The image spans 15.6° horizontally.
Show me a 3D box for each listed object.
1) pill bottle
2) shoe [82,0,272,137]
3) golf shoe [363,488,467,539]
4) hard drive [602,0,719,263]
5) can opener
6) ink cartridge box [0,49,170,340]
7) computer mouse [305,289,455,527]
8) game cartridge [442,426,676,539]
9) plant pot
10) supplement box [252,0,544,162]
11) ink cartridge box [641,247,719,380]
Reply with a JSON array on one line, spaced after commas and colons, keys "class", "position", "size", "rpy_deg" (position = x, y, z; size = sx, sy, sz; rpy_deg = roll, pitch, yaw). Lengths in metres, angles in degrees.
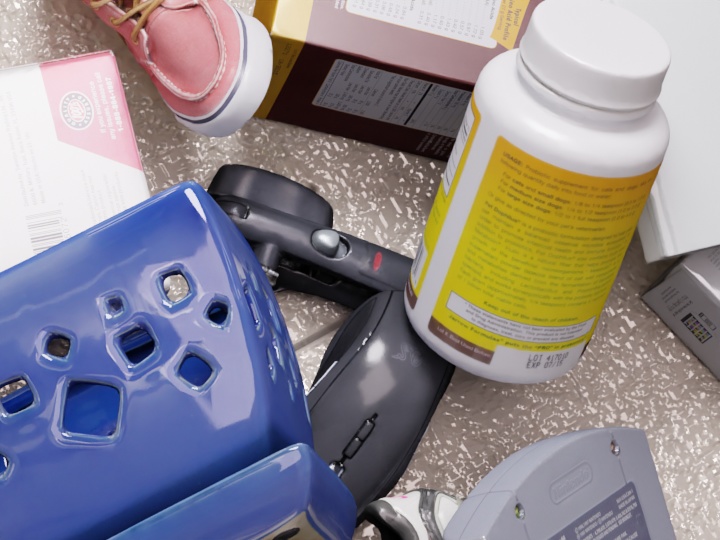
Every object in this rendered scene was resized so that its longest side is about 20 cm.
[{"class": "pill bottle", "position": [0.100, -0.045, 1.434], "size": [0.109, 0.200, 0.109], "rpy_deg": [13, 34, -9]}, {"class": "shoe", "position": [-0.121, -0.148, 1.475], "size": [0.091, 0.200, 0.072], "rpy_deg": [28, 107, -34]}, {"class": "golf shoe", "position": [0.024, 0.220, 1.450], "size": [0.092, 0.073, 0.201], "rpy_deg": [10, 84, -27]}, {"class": "hard drive", "position": [0.193, -0.114, 1.497], "size": [0.132, 0.026, 0.201], "rpy_deg": [-12, 86, -33]}, {"class": "can opener", "position": [0.000, 0.000, 1.526], "size": [0.200, 0.063, 0.079], "rpy_deg": [23, 71, -5]}, {"class": "ink cartridge box", "position": [-0.222, -0.029, 1.475], "size": [0.199, 0.083, 0.147], "rpy_deg": [-11, 78, -16]}, {"class": "computer mouse", "position": [0.011, 0.119, 1.481], "size": [0.140, 0.046, 0.200], "rpy_deg": [40, 82, -10]}, {"class": "game cartridge", "position": [0.115, 0.161, 1.452], "size": [0.200, 0.041, 0.134], "rpy_deg": [-24, 102, -56]}, {"class": "plant pot", "position": [-0.116, 0.095, 1.374], "size": [0.200, 0.200, 0.180], "rpy_deg": [-27, 74, 0]}, {"class": "supplement box", "position": [0.050, -0.181, 1.549], "size": [0.199, 0.133, 0.198], "rpy_deg": [14, 72, -8]}, {"class": "ink cartridge box", "position": [0.303, 0.005, 1.579], "size": [0.200, 0.084, 0.176], "rpy_deg": [-42, 86, -19]}]
